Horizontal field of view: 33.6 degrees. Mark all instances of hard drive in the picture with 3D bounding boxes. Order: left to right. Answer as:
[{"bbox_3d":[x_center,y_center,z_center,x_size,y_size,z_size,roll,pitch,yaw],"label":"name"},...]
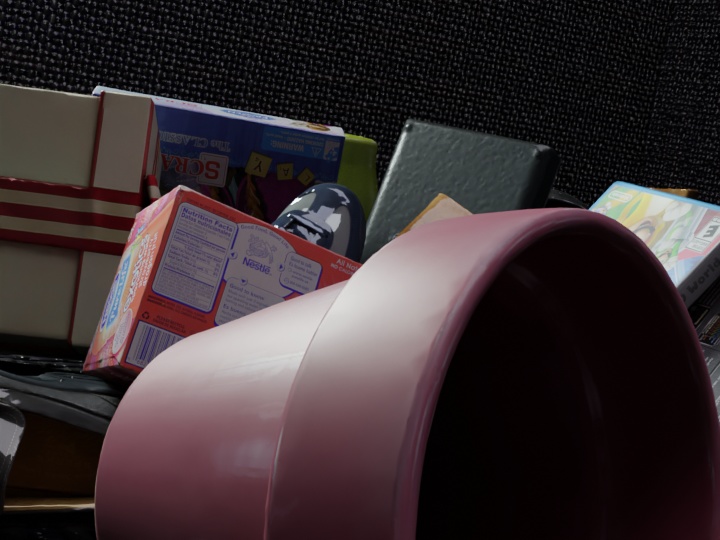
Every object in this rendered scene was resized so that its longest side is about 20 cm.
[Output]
[{"bbox_3d":[0.063,-0.016,0.950,0.138,0.202,0.033,16,-10,33],"label":"hard drive"}]

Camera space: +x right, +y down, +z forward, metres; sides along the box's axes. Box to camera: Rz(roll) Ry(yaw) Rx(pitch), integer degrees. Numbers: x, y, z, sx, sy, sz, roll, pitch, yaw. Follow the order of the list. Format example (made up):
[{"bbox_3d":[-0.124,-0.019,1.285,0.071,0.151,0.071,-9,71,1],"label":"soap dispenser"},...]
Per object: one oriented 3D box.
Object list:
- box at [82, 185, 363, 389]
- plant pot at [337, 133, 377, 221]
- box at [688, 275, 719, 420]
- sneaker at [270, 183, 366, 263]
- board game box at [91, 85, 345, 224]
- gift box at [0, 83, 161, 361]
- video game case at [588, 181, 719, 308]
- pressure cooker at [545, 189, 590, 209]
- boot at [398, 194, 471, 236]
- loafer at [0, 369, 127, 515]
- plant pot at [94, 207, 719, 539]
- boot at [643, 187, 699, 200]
[{"bbox_3d":[-0.042,0.042,0.675,0.198,0.104,0.094,22,-15,-22],"label":"box"},{"bbox_3d":[-0.062,-0.043,1.159,0.198,0.196,0.200,9,7,-1],"label":"plant pot"},{"bbox_3d":[0.174,0.079,0.635,0.048,0.200,0.158,50,-16,-28],"label":"box"},{"bbox_3d":[-0.058,0.010,0.765,0.069,0.201,0.082,20,-28,20],"label":"sneaker"},{"bbox_3d":[-0.126,-0.029,0.949,0.197,0.202,0.041,8,15,-8],"label":"board game box"},{"bbox_3d":[-0.215,-0.010,0.812,0.184,0.203,0.185,5,-5,-6],"label":"gift box"},{"bbox_3d":[0.121,0.030,0.700,0.018,0.200,0.143,47,-5,-21],"label":"video game case"},{"bbox_3d":[0.125,0.007,1.074,0.176,0.178,0.200,50,-8,-17],"label":"pressure cooker"},{"bbox_3d":[0.000,0.000,0.866,0.187,0.069,0.200,29,58,34],"label":"boot"},{"bbox_3d":[-0.181,0.083,0.569,0.198,0.074,0.072,2,15,-38],"label":"loafer"},{"bbox_3d":[0.008,0.083,0.426,0.178,0.203,0.199,-3,-3,41],"label":"plant pot"},{"bbox_3d":[0.271,0.032,1.021,0.068,0.203,0.188,8,8,-11],"label":"boot"}]
